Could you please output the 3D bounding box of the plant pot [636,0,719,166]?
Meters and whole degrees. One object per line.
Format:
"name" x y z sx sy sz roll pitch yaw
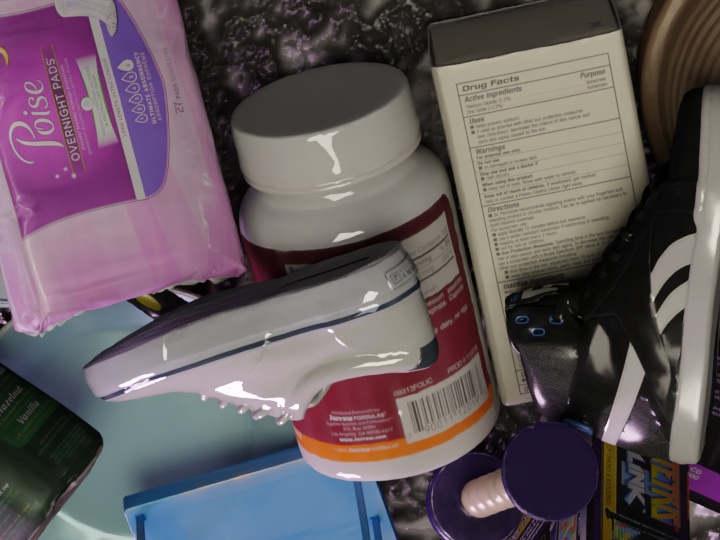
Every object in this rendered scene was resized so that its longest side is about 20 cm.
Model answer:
"plant pot" 0.246 -0.090 1.554 0.200 0.093 0.202 0 113 0

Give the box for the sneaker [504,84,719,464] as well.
"sneaker" 0.130 0.000 1.523 0.111 0.073 0.201 8 108 10

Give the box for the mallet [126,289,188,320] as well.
"mallet" -0.130 -0.009 1.573 0.199 0.041 0.066 26 106 -7

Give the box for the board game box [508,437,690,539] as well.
"board game box" 0.110 0.188 1.610 0.057 0.166 0.200 22 129 -11

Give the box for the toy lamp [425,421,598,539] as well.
"toy lamp" 0.076 0.119 1.597 0.058 0.200 0.058 2 82 -12

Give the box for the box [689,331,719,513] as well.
"box" 0.241 0.068 1.613 0.143 0.036 0.200 23 135 -10

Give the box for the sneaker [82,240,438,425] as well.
"sneaker" -0.052 0.046 1.515 0.199 0.073 0.071 -16 102 31

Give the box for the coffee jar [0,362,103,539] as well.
"coffee jar" -0.243 0.072 1.604 0.200 0.085 0.104 39 128 -2

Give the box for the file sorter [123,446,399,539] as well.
"file sorter" -0.034 0.218 1.654 0.138 0.123 0.200 -16 123 5

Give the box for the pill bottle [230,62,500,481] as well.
"pill bottle" 0.000 0.000 1.580 0.114 0.114 0.201 -12 113 5

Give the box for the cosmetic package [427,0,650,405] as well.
"cosmetic package" 0.104 -0.038 1.586 0.103 0.073 0.201 -10 113 3

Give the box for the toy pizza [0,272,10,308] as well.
"toy pizza" -0.188 -0.076 1.591 0.199 0.032 0.201 0 112 -1

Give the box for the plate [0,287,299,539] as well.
"plate" -0.127 0.093 1.670 0.199 0.026 0.201 0 113 -1

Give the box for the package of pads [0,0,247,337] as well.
"package of pads" -0.141 -0.076 1.510 0.120 0.076 0.201 -17 97 -16
